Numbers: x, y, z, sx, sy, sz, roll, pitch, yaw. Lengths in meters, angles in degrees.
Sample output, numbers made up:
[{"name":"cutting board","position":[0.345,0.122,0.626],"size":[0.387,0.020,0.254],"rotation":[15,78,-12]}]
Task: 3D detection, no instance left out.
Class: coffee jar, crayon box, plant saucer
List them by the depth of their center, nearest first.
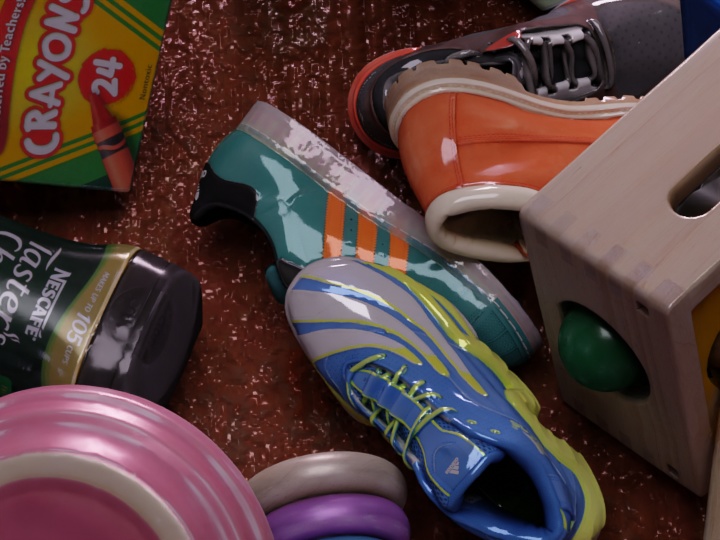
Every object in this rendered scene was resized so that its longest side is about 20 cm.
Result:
[{"name":"plant saucer","position":[-0.137,0.155,1.314],"size":[0.200,0.051,0.201],"rotation":[1,94,8]},{"name":"coffee jar","position":[-0.184,0.021,1.439],"size":[0.199,0.085,0.105],"rotation":[17,59,9]},{"name":"crayon box","position":[-0.203,-0.114,1.458],"size":[0.199,0.127,0.051],"rotation":[4,20,-27]}]

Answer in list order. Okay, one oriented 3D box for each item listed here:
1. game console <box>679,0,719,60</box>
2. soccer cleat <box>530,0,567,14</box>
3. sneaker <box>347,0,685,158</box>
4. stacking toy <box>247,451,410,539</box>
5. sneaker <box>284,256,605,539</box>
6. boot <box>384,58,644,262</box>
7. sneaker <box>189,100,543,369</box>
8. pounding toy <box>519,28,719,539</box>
[{"name":"game console","position":[0.271,-0.084,1.475],"size":[0.200,0.119,0.170],"rotation":[42,47,21]},{"name":"soccer cleat","position":[0.115,-0.181,1.577],"size":[0.200,0.081,0.068],"rotation":[30,62,16]},{"name":"sneaker","position":[0.094,-0.101,1.513],"size":[0.199,0.082,0.077],"rotation":[-18,93,-4]},{"name":"stacking toy","position":[-0.005,0.191,1.345],"size":[0.085,0.085,0.201],"rotation":[-7,62,-6]},{"name":"sneaker","position":[0.040,0.066,1.381],"size":[0.200,0.105,0.076],"rotation":[40,95,6]},{"name":"boot","position":[0.112,-0.038,1.463],"size":[0.199,0.075,0.107],"rotation":[8,42,-20]},{"name":"sneaker","position":[0.000,0.000,1.475],"size":[0.200,0.071,0.080],"rotation":[37,83,13]},{"name":"pounding toy","position":[0.178,0.027,1.399],"size":[0.200,0.184,0.142],"rotation":[-41,53,-19]}]
